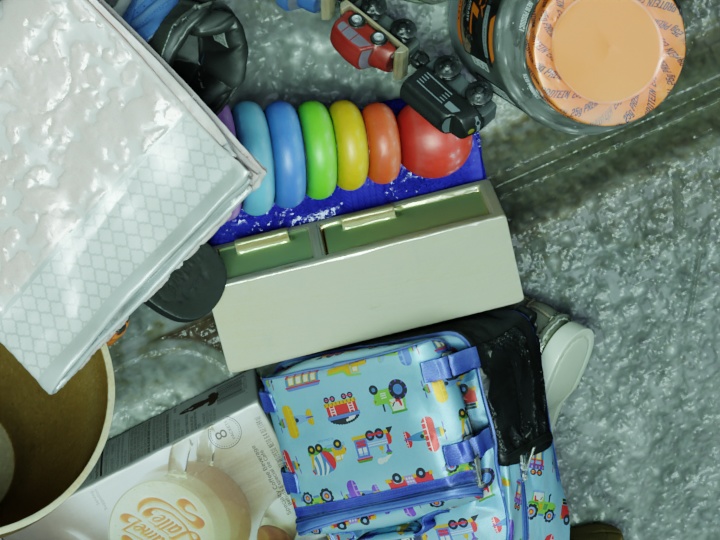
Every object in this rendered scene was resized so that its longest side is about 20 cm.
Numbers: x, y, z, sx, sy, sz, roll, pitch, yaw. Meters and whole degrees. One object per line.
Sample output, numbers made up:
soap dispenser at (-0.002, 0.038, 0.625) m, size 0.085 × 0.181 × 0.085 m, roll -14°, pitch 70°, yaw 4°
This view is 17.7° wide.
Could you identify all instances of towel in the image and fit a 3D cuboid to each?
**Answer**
towel at (-0.010, -0.035, 1.572) m, size 0.199 × 0.050 × 0.148 m, roll -11°, pitch 105°, yaw -2°
towel at (-0.188, -0.056, 1.394) m, size 0.191 × 0.032 × 0.200 m, roll 45°, pitch 101°, yaw 4°

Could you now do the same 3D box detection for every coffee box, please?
coffee box at (-0.136, 0.169, 1.599) m, size 0.200 × 0.080 × 0.115 m, roll -27°, pitch 106°, yaw 3°

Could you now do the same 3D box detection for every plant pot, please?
plant pot at (-0.265, 0.102, 1.501) m, size 0.186 × 0.200 × 0.187 m, roll 4°, pitch 72°, yaw -12°

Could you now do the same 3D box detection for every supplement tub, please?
supplement tub at (0.132, -0.155, 1.470) m, size 0.122 × 0.200 × 0.123 m, roll -2°, pitch 103°, yaw -10°

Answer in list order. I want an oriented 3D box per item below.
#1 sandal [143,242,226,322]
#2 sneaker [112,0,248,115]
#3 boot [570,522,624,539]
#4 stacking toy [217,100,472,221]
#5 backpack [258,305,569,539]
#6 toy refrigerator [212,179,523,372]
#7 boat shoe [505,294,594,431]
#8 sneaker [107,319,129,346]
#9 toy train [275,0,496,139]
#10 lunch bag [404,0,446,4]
sandal at (-0.167, -0.041, 1.443) m, size 0.200 × 0.045 × 0.075 m, roll 33°, pitch 68°, yaw -8°
sneaker at (-0.102, -0.164, 1.460) m, size 0.200 × 0.111 × 0.077 m, roll -58°, pitch 139°, yaw -28°
boot at (0.113, 0.282, 1.659) m, size 0.199 × 0.072 × 0.155 m, roll -19°, pitch 108°, yaw 0°
stacking toy at (-0.024, -0.078, 1.500) m, size 0.199 × 0.085 × 0.086 m, roll -7°, pitch 105°, yaw -8°
backpack at (0.041, 0.138, 1.533) m, size 0.182 × 0.134 × 0.201 m, roll -9°, pitch 96°, yaw 32°
toy refrigerator at (0.000, 0.000, 1.525) m, size 0.199 × 0.076 × 0.070 m, roll -14°, pitch 112°, yaw 1°
boat shoe at (0.097, 0.111, 1.614) m, size 0.060 × 0.072 × 0.202 m, roll 35°, pitch 116°, yaw 24°
sneaker at (-0.256, 0.005, 1.552) m, size 0.200 × 0.075 × 0.078 m, roll 36°, pitch 120°, yaw -4°
toy train at (0.005, -0.152, 1.503) m, size 0.046 × 0.034 × 0.200 m, roll -41°, pitch 69°, yaw -21°
lunch bag at (0.010, -0.259, 1.453) m, size 0.200 × 0.168 × 0.140 m, roll 34°, pitch 100°, yaw -13°
